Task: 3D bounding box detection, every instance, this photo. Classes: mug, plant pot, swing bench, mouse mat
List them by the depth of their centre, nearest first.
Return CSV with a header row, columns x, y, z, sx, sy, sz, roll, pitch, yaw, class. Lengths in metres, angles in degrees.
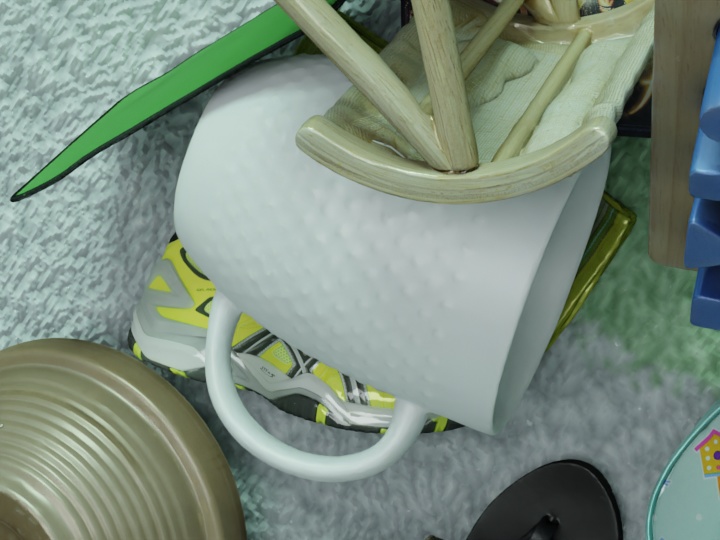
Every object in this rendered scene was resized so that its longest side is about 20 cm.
x,y,z,sx,sy,sz,roll,pitch,yaw,class
0.032,-0.144,0.883,0.129,0.199,0.201,-22,105,27,swing bench
0.000,0.000,0.977,0.174,0.148,0.201,22,92,12,mug
-0.070,-0.101,1.021,0.199,0.161,0.008,-28,103,26,mouse mat
-0.165,0.143,1.072,0.199,0.093,0.203,7,107,25,plant pot

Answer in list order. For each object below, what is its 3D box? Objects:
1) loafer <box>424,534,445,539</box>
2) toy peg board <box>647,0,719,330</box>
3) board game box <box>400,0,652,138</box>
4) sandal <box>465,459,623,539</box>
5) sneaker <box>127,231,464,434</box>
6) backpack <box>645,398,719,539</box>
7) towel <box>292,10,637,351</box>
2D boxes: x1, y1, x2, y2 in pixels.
x,y,z,sx,sy,sz,roll,pitch,yaw,class
0.038,0.164,0.990,0.199,0.073,0.072,-3,104,25,loafer
0.208,-0.020,0.834,0.198,0.201,0.098,9,56,13,toy peg board
0.118,-0.133,0.995,0.198,0.035,0.137,4,110,17,board game box
0.055,0.177,1.046,0.200,0.045,0.075,-46,77,13,sandal
-0.024,0.031,1.058,0.199,0.075,0.077,15,96,17,sneaker
0.227,0.130,0.938,0.176,0.153,0.200,-48,69,17,backpack
0.038,-0.048,1.068,0.199,0.018,0.086,36,100,15,towel
